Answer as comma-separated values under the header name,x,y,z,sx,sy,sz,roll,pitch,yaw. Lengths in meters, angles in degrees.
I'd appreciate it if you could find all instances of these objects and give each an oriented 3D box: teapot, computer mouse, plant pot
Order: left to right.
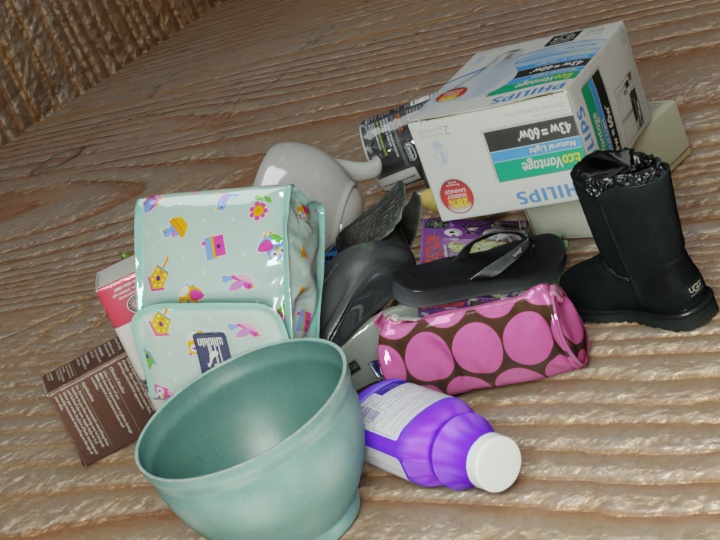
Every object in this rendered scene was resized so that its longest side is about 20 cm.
name,x,y,z,sx,sy,sz,roll,pitch,yaw
plant pot,-0.077,0.170,1.252,0.199,0.135,0.201,-21,23,10
teapot,-0.058,-0.056,1.782,0.145,0.202,0.197,15,6,8
computer mouse,-0.025,0.032,1.455,0.200,0.053,0.138,-46,28,-21

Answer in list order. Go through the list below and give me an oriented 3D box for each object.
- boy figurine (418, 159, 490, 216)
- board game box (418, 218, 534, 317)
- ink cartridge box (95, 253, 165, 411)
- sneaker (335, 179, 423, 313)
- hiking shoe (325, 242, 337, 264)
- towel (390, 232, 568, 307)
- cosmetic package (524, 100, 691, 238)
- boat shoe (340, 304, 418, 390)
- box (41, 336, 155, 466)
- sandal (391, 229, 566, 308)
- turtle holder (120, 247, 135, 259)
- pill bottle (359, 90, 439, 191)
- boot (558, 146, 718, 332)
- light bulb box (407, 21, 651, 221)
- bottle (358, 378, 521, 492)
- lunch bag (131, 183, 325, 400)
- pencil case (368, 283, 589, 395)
name,x,y,z,sx,sy,sz,roll,pitch,yaw
boy figurine,0.126,-0.110,1.827,0.123,0.065,0.200,-22,17,-2
board game box,0.121,-0.004,1.503,0.119,0.033,0.200,-3,25,4
ink cartridge box,-0.173,0.068,1.527,0.144,0.201,0.084,-25,17,-3
sneaker,-0.002,-0.001,1.594,0.200,0.060,0.105,-43,40,17
hiking shoe,-0.039,0.021,1.652,0.200,0.075,0.087,-38,1,-9
towel,0.124,0.020,1.565,0.198,0.024,0.153,-15,23,20
cosmetic package,0.281,-0.117,1.651,0.103,0.074,0.200,0,32,48
boat shoe,-0.005,0.084,1.480,0.199,0.071,0.064,-27,21,-3
box,-0.247,0.122,1.619,0.199,0.101,0.075,-27,20,-8
sandal,0.125,-0.007,1.427,0.199,0.043,0.076,-15,29,-28
turtle holder,-0.203,0.008,1.814,0.132,0.186,0.141,-40,47,-11
pill bottle,0.107,-0.191,1.985,0.199,0.107,0.106,-20,20,12
boot,0.237,-0.035,1.356,0.076,0.169,0.200,-33,21,-24
light bulb box,0.189,-0.164,1.582,0.197,0.126,0.200,-8,24,33
bottle,0.063,0.147,1.253,0.083,0.066,0.199,-34,22,-24
lunch bag,-0.126,0.028,1.380,0.169,0.202,0.122,-2,-12,18
pencil case,0.112,0.066,1.356,0.198,0.094,0.091,-14,11,23
